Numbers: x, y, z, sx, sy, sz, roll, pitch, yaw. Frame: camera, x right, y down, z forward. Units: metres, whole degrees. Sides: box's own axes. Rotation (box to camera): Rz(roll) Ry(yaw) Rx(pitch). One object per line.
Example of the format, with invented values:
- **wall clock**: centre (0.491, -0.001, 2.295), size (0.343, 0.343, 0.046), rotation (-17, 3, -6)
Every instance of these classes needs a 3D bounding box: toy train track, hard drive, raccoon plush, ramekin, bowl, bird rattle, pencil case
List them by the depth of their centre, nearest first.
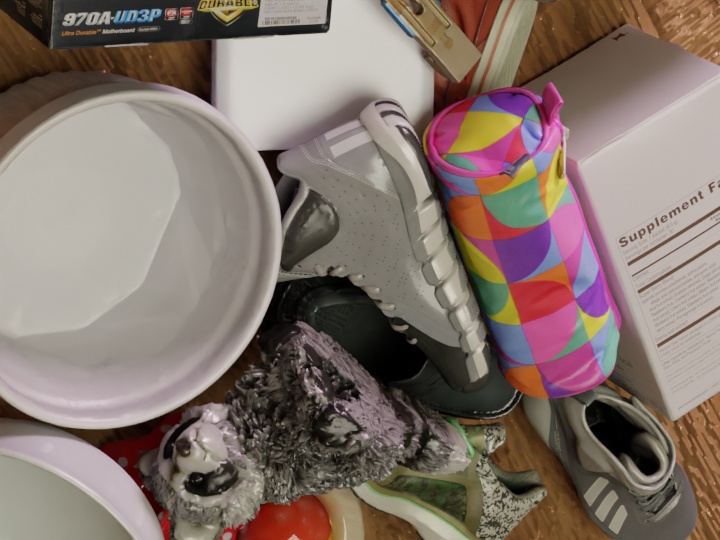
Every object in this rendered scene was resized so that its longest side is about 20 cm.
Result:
- **ramekin**: centre (-0.155, -0.020, 1.617), size (0.200, 0.105, 0.200), rotation (-11, 114, -25)
- **toy train track**: centre (-0.005, -0.184, 1.625), size (0.200, 0.033, 0.115), rotation (46, 74, -26)
- **bowl**: centre (-0.193, 0.156, 1.648), size (0.201, 0.090, 0.201), rotation (8, 126, 11)
- **hard drive**: centre (-0.021, -0.172, 1.654), size (0.132, 0.025, 0.200), rotation (-3, 104, -14)
- **raccoon plush**: centre (-0.033, 0.123, 1.666), size (0.134, 0.097, 0.200), rotation (-42, 130, 15)
- **pencil case**: centre (0.101, -0.016, 1.692), size (0.088, 0.088, 0.200), rotation (-32, 132, -15)
- **bird rattle**: centre (-0.073, 0.170, 1.762), size (0.163, 0.113, 0.200), rotation (-28, 107, -30)

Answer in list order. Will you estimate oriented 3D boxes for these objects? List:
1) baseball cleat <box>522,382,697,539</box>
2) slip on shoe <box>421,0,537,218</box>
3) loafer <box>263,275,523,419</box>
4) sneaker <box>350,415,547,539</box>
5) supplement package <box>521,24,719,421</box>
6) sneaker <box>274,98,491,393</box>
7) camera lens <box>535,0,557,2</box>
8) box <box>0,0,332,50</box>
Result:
- **baseball cleat**: centre (0.178, 0.136, 1.853), size (0.070, 0.106, 0.200), rotation (-51, 128, -6)
- **slip on shoe**: centre (0.046, -0.090, 1.732), size (0.200, 0.061, 0.074), rotation (-69, 168, 20)
- **loafer**: centre (0.027, 0.051, 1.764), size (0.200, 0.070, 0.068), rotation (25, 96, -33)
- **sneaker**: centre (0.045, 0.113, 1.786), size (0.089, 0.077, 0.200), rotation (-40, 132, 12)
- **supplement package**: centre (0.182, -0.031, 1.787), size (0.120, 0.121, 0.200), rotation (-31, 120, -15)
- **sneaker**: centre (0.000, 0.000, 1.679), size (0.115, 0.075, 0.200), rotation (-21, 118, -1)
- **camera lens**: centre (0.159, -0.252, 1.669), size (0.200, 0.160, 0.160), rotation (-16, 115, -23)
- **box**: centre (-0.127, -0.170, 1.518), size (0.159, 0.200, 0.046), rotation (-5, 114, -26)
